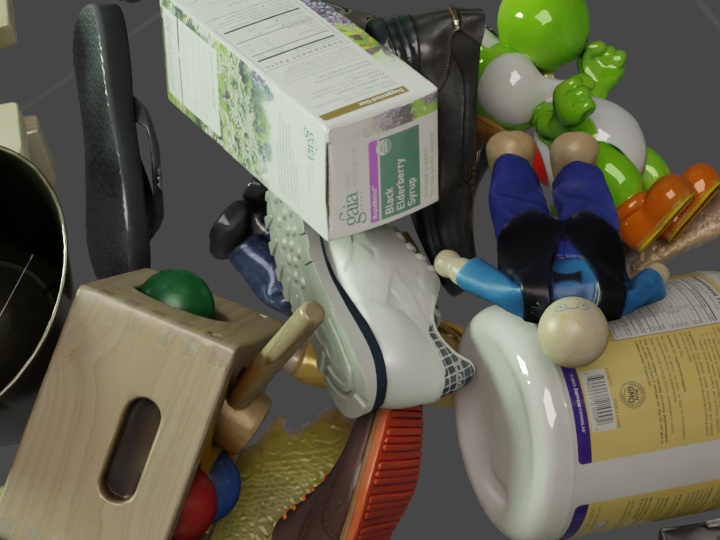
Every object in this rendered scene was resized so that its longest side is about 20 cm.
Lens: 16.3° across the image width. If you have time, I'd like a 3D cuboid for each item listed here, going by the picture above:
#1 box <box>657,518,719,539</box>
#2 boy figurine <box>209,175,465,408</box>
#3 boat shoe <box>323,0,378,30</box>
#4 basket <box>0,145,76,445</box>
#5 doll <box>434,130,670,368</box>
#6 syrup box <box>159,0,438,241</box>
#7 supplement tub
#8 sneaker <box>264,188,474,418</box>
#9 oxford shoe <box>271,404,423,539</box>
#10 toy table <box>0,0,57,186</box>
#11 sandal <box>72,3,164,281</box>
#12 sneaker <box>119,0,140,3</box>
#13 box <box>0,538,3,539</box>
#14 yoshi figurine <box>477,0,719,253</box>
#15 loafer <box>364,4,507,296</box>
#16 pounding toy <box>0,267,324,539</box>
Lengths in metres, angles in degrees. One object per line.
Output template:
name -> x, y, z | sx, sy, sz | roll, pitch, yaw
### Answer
box -> 0.277, 0.242, 1.522 | 0.159, 0.049, 0.200 | -11, 76, 2
boy figurine -> -0.005, 0.025, 1.583 | 0.200, 0.064, 0.124 | 41, 78, 14
boat shoe -> -0.032, -0.141, 1.627 | 0.200, 0.073, 0.065 | 24, 39, 21
basket -> -0.234, 0.033, 1.519 | 0.136, 0.200, 0.181 | 25, 79, 8
doll -> 0.110, -0.009, 1.453 | 0.136, 0.049, 0.200 | 1, 35, -5
syrup box -> -0.038, -0.105, 1.498 | 0.081, 0.079, 0.200 | -22, 40, -26
supplement tub -> 0.170, 0.078, 1.500 | 0.200, 0.145, 0.146 | -9, 75, -19
sneaker -> 0.000, 0.000, 1.519 | 0.080, 0.076, 0.200 | -11, 59, -18
oxford shoe -> -0.018, 0.149, 1.532 | 0.072, 0.071, 0.200 | 19, 92, 27
toy table -> -0.271, -0.112, 1.579 | 0.117, 0.184, 0.200 | -15, 54, 0
sandal -> -0.149, -0.077, 1.614 | 0.043, 0.076, 0.201 | 1, 75, -25
sneaker -> -0.081, -0.239, 1.646 | 0.200, 0.074, 0.085 | -43, 78, -8
box -> -0.192, 0.215, 1.523 | 0.200, 0.032, 0.121 | 11, 33, 5
yoshi figurine -> 0.143, -0.111, 1.594 | 0.200, 0.112, 0.112 | 43, 66, 14
loafer -> 0.058, -0.071, 1.549 | 0.072, 0.200, 0.073 | -16, 38, -4
pounding toy -> -0.104, 0.081, 1.482 | 0.142, 0.184, 0.200 | 22, 97, 7
